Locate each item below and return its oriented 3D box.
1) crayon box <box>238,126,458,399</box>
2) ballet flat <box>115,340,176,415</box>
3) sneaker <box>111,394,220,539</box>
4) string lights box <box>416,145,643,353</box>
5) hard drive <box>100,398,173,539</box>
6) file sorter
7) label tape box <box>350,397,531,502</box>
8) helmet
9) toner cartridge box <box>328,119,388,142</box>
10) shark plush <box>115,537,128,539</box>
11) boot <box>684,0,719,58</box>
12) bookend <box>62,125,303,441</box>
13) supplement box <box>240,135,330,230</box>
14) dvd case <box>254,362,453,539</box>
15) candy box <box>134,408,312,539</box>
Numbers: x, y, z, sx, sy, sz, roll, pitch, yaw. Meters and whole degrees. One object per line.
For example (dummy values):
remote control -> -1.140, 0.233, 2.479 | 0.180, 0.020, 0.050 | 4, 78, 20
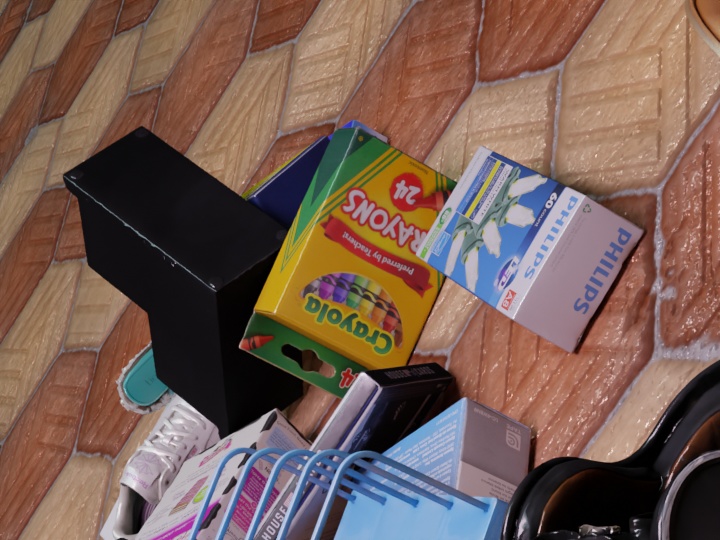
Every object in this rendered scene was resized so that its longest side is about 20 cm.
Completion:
crayon box -> 0.000, 0.000, 1.654 | 0.051, 0.127, 0.201 | 5, 70, 66
ballet flat -> -0.157, 0.061, 1.962 | 0.200, 0.072, 0.072 | -42, 21, -7
sneaker -> -0.163, 0.169, 1.841 | 0.075, 0.100, 0.201 | 24, 93, 24
string lights box -> 0.121, -0.019, 1.498 | 0.103, 0.059, 0.200 | -60, 22, 2
hard drive -> -0.182, 0.186, 1.966 | 0.200, 0.026, 0.132 | -63, 22, -3
file sorter -> -0.022, 0.191, 1.320 | 0.200, 0.122, 0.139 | -9, 56, 63
label tape box -> 0.045, 0.207, 1.399 | 0.143, 0.066, 0.201 | -39, 35, 45
helmet -> 0.187, 0.145, 0.995 | 0.200, 0.190, 0.201 | 30, 127, 50
toner cartridge box -> -0.052, -0.063, 1.947 | 0.200, 0.043, 0.095 | -30, 39, 53
shark plush -> -0.182, 0.315, 1.772 | 0.083, 0.091, 0.200 | -1, 53, 31
boot -> 0.290, -0.217, 1.348 | 0.155, 0.074, 0.200 | -44, 31, 29
bookend -> -0.150, 0.015, 1.758 | 0.092, 0.200, 0.199 | -35, 53, -29
supplement box -> -0.080, -0.018, 1.827 | 0.109, 0.109, 0.200 | -42, 7, -38
dvd case -> -0.016, 0.157, 1.523 | 0.200, 0.025, 0.150 | -56, -18, 13
candy box -> -0.129, 0.219, 1.675 | 0.136, 0.061, 0.200 | -32, 19, 41
